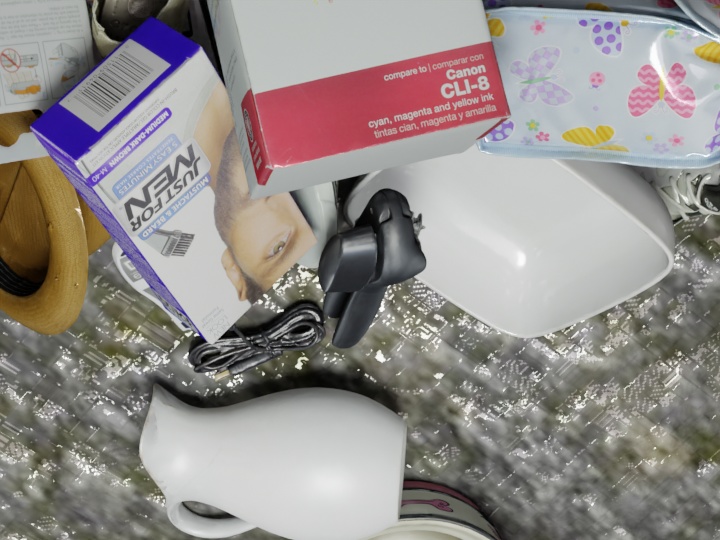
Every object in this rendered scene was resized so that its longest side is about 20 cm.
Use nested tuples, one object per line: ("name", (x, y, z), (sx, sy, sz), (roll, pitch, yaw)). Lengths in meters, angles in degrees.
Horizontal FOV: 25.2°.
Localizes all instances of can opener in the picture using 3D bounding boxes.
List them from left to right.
("can opener", (0.000, 0.000, 1.179), (0.078, 0.063, 0.200), (-2, 159, -10))

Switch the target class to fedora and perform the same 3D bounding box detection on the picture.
("fedora", (-0.225, -0.052, 1.137), (0.082, 0.200, 0.201), (-26, 129, -36))

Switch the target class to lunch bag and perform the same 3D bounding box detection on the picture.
("lunch bag", (0.183, -0.151, 1.009), (0.200, 0.170, 0.127), (8, 125, 17))

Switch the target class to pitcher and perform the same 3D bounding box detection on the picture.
("pitcher", (-0.065, 0.166, 1.293), (0.200, 0.121, 0.172), (4, 141, 5))

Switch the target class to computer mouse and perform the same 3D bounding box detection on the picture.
("computer mouse", (-0.114, 0.010, 1.208), (0.110, 0.044, 0.200), (-21, 139, 14))

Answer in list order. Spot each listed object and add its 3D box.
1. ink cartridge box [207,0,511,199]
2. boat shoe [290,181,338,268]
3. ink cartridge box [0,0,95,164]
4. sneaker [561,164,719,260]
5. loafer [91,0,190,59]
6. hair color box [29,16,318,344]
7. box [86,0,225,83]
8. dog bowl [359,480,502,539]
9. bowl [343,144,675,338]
("ink cartridge box", (-0.015, -0.160, 0.950), (0.144, 0.145, 0.200), (-13, 88, -8))
("boat shoe", (-0.037, -0.099, 1.149), (0.064, 0.071, 0.200), (-31, 125, -37))
("ink cartridge box", (-0.249, -0.165, 1.014), (0.047, 0.160, 0.200), (-4, 98, 44))
("sneaker", (0.227, -0.059, 1.172), (0.076, 0.115, 0.201), (35, 112, -22))
("loafer", (-0.129, -0.224, 1.043), (0.076, 0.068, 0.200), (11, 97, -2))
("hair color box", (-0.117, -0.055, 1.062), (0.109, 0.065, 0.200), (-45, 140, -12))
("box", (-0.150, -0.128, 1.146), (0.110, 0.035, 0.200), (-12, 121, 2))
("dog bowl", (0.038, 0.265, 1.373), (0.200, 0.074, 0.200), (-2, 121, -4))
("bowl", (0.109, -0.050, 1.157), (0.200, 0.075, 0.200), (33, 145, -19))
